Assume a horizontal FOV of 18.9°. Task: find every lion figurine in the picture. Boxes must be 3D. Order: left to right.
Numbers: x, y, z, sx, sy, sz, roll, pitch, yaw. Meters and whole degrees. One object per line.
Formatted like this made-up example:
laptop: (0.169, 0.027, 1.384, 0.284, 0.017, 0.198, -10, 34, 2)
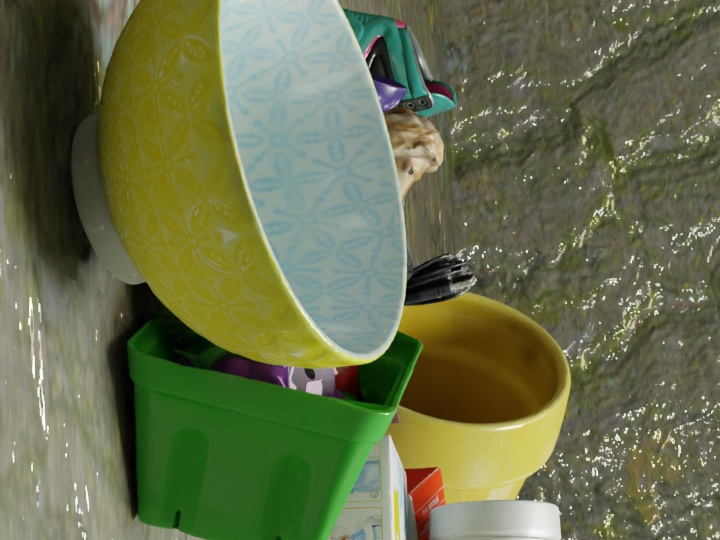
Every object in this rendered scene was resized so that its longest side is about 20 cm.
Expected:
lion figurine: (0.008, -0.088, 1.662, 0.200, 0.121, 0.073, -12, 98, -84)

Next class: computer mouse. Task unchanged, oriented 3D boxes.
computer mouse: (0.000, 0.000, 1.592, 0.200, 0.137, 0.053, 48, 34, -64)

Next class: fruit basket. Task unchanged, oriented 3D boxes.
fruit basket: (-0.046, 0.023, 1.107, 0.216, 0.154, 0.218, 14, 90, -87)

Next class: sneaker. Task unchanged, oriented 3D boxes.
sneaker: (0.022, -0.122, 1.810, 0.084, 0.119, 0.202, -75, 161, -71)

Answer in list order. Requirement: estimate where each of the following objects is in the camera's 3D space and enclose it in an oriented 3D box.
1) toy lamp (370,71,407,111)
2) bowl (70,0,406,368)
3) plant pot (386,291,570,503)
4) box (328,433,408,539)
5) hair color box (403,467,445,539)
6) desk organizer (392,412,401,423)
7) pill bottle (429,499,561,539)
toy lamp: (-0.024, -0.032, 1.407, 0.058, 0.058, 0.202, -55, 165, -80)
bowl: (-0.065, -0.045, 0.973, 0.200, 0.107, 0.202, -15, 90, -70)
plant pot: (0.058, 0.145, 1.785, 0.201, 0.199, 0.190, -83, -176, -59)
box: (-0.023, 0.211, 1.322, 0.113, 0.100, 0.202, 69, 18, -72)
hair color box: (0.009, 0.237, 1.461, 0.064, 0.110, 0.202, -29, 113, -63)
desk organizer: (-0.020, 0.050, 1.545, 0.200, 0.076, 0.072, 72, 16, -67)
pill bottle: (0.087, 0.250, 1.364, 0.112, 0.111, 0.202, 64, 24, -74)
